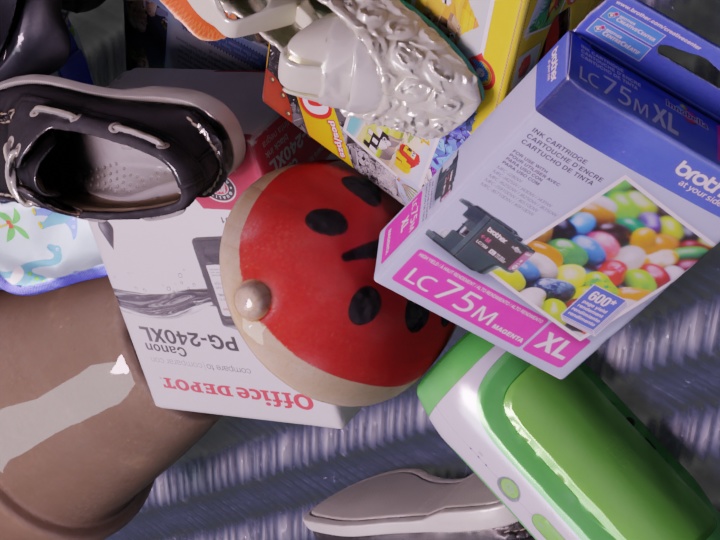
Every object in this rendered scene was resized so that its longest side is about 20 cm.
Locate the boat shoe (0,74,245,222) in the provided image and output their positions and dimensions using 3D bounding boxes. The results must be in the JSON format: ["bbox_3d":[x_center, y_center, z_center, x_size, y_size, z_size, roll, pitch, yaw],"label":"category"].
[{"bbox_3d":[-0.158,-0.060,1.066,0.198,0.060,0.074,5,125,28],"label":"boat shoe"}]

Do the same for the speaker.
[{"bbox_3d":[0.123,0.115,1.062,0.200,0.088,0.089,47,144,10],"label":"speaker"}]

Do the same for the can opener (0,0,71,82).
[{"bbox_3d":[-0.225,-0.104,1.154,0.064,0.078,0.201,-101,32,-44],"label":"can opener"}]

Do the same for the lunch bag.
[{"bbox_3d":[-0.222,-0.081,1.264,0.199,0.127,0.171,4,123,46],"label":"lunch bag"}]

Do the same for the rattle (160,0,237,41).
[{"bbox_3d":[-0.156,-0.206,1.036,0.130,0.142,0.201,-42,48,21],"label":"rattle"}]

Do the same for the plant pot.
[{"bbox_3d":[-0.174,0.076,1.308,0.174,0.200,0.201,-24,100,35],"label":"plant pot"}]

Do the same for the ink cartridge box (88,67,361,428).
[{"bbox_3d":[-0.073,-0.012,1.153,0.144,0.083,0.201,4,125,32],"label":"ink cartridge box"}]

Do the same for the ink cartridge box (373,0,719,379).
[{"bbox_3d":[0.107,-0.035,0.925,0.119,0.042,0.200,27,132,-18],"label":"ink cartridge box"}]

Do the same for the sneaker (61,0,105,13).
[{"bbox_3d":[-0.217,-0.249,1.190,0.201,0.070,0.090,51,-177,-19],"label":"sneaker"}]

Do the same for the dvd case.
[{"bbox_3d":[-0.087,-0.137,1.158,0.142,0.018,0.201,31,137,28],"label":"dvd case"}]

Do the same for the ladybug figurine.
[{"bbox_3d":[0.000,0.000,1.036,0.072,0.200,0.137,-27,87,30],"label":"ladybug figurine"}]

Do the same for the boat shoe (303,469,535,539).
[{"bbox_3d":[0.045,0.159,1.194,0.199,0.074,0.061,-12,108,44],"label":"boat shoe"}]

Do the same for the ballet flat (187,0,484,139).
[{"bbox_3d":[-0.033,-0.120,0.939,0.200,0.072,0.072,40,142,18],"label":"ballet flat"}]

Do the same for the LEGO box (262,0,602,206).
[{"bbox_3d":[0.037,-0.137,0.966,0.149,0.077,0.201,37,140,24],"label":"LEGO box"}]
